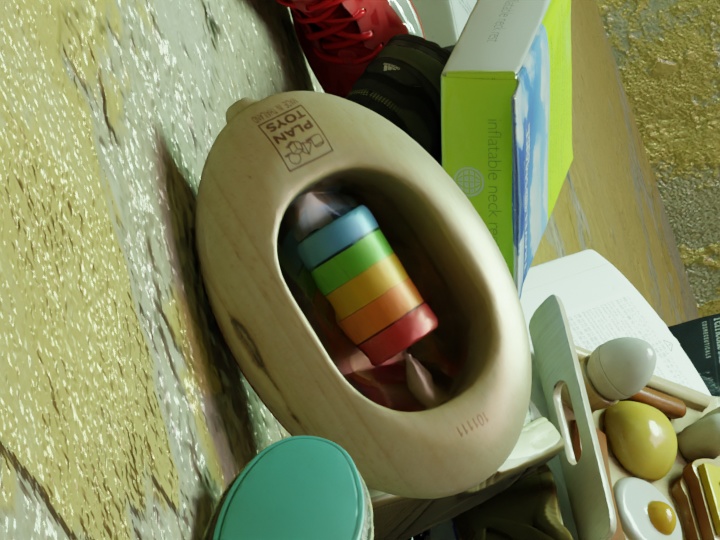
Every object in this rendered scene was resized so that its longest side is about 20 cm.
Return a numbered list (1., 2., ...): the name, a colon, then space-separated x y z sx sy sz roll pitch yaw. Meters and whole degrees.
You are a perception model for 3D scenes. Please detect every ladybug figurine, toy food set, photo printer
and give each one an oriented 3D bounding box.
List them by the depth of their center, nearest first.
1. ladybug figurine: -0.005 0.012 1.162 0.200 0.136 0.072 61 -27 3
2. toy food set: 0.178 0.100 1.393 0.200 0.060 0.144 20 46 -39
3. photo printer: 0.123 0.073 1.475 0.167 0.069 0.200 56 33 12

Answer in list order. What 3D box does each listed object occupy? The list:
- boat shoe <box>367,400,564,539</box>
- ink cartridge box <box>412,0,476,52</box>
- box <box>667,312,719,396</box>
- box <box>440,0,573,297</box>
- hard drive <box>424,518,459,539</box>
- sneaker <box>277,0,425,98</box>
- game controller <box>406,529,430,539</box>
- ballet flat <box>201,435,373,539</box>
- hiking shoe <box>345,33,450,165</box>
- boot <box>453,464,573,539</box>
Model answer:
1. boat shoe: 0.022 0.090 1.250 0.200 0.073 0.065 -10 63 -57
2. ink cartridge box: 0.042 -0.111 1.640 0.146 0.084 0.200 49 28 -66
3. box: 0.171 0.135 1.660 0.197 0.200 0.118 -82 154 -66
4. box: 0.079 -0.077 1.396 0.200 0.048 0.122 -63 153 -62
5. hard drive: 0.063 0.193 1.438 0.132 0.025 0.200 -108 180 -75
6. sneaker: -0.028 -0.146 1.435 0.200 0.078 0.116 68 28 -21
7. game controller: 0.036 0.214 1.290 0.104 0.042 0.200 52 26 -64
8. ballet flat: -0.032 0.142 1.016 0.200 0.071 0.071 -87 159 -60
9. hiking shoe: 0.010 -0.029 1.444 0.101 0.076 0.200 -38 137 -39
10. boot: 0.092 0.201 1.297 0.200 0.072 0.155 -84 157 -68
